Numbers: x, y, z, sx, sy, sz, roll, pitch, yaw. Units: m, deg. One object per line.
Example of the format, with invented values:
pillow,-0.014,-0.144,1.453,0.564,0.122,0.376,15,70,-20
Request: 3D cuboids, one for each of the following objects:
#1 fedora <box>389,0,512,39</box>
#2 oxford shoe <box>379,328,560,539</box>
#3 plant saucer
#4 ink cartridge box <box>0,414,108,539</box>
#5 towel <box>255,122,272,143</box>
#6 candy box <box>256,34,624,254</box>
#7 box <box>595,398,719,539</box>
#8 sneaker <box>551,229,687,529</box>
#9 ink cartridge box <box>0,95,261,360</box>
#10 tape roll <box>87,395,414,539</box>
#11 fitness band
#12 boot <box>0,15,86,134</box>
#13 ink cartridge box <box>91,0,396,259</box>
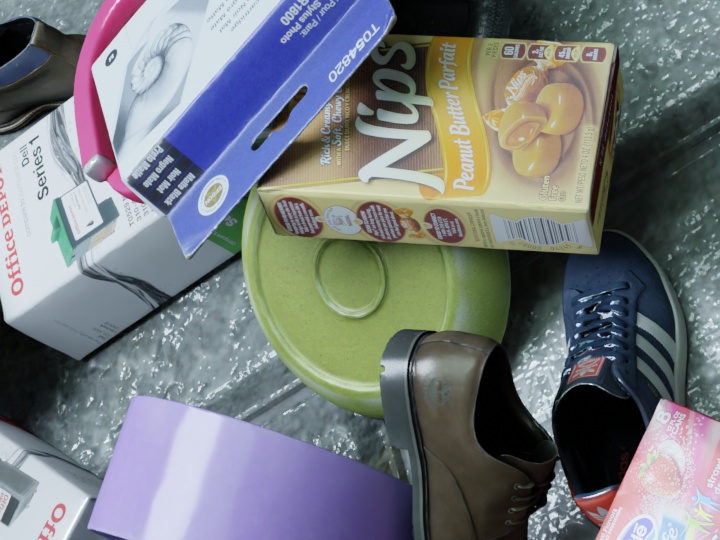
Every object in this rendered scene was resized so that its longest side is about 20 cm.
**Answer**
fedora,0.032,-0.136,1.541,0.200,0.091,0.202,-17,61,32
oxford shoe,0.074,0.130,1.344,0.084,0.073,0.201,-3,113,34
plant saucer,0.000,0.000,1.478,0.199,0.031,0.202,10,108,32
ink cartridge box,-0.247,0.188,1.623,0.199,0.083,0.148,26,86,43
towel,-0.055,-0.175,1.545,0.152,0.023,0.201,3,70,55
candy box,0.048,-0.076,1.398,0.198,0.055,0.116,4,61,14
box,0.179,0.185,1.277,0.099,0.095,0.201,21,84,42
sneaker,0.142,0.058,1.371,0.075,0.084,0.201,-25,57,28
ink cartridge box,-0.166,-0.053,1.667,0.199,0.084,0.147,-33,52,22
tape roll,-0.056,0.147,1.412,0.199,0.200,0.086,10,76,41
fitness band,-0.133,-0.135,1.570,0.144,0.037,0.201,-43,38,26
boot,-0.271,-0.155,1.788,0.199,0.097,0.075,-5,67,36
ink cartridge box,-0.077,-0.136,1.432,0.200,0.040,0.200,-48,34,16
